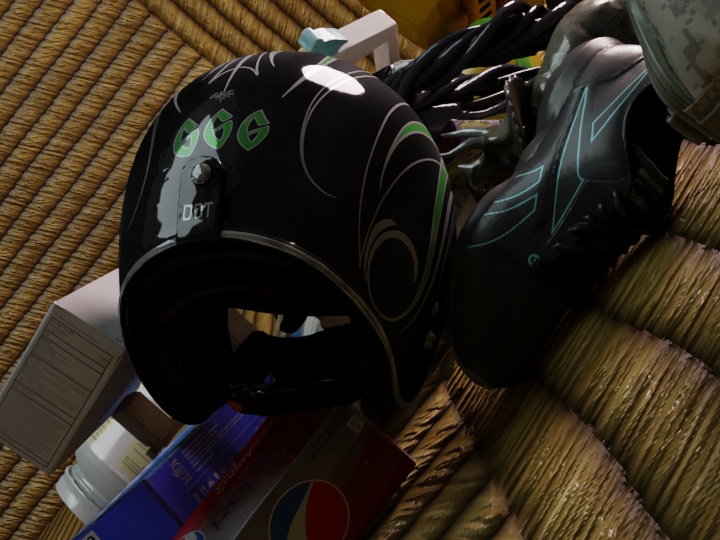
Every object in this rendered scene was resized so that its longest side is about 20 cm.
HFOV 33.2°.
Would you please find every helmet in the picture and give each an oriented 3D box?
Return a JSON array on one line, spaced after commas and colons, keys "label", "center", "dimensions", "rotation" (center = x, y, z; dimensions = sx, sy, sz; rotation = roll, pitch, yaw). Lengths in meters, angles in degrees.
[{"label": "helmet", "center": [-0.036, -0.021, 0.663], "dimensions": [0.200, 0.199, 0.192], "rotation": [-44, 21, 39]}]

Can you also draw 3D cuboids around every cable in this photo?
[{"label": "cable", "center": [0.104, -0.141, 0.814], "dimensions": [0.197, 0.052, 0.163], "rotation": [-9, -13, -22]}]

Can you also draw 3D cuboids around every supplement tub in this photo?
[{"label": "supplement tub", "center": [-0.174, 0.157, 1.126], "dimensions": [0.201, 0.145, 0.145], "rotation": [-51, 8, -5]}]

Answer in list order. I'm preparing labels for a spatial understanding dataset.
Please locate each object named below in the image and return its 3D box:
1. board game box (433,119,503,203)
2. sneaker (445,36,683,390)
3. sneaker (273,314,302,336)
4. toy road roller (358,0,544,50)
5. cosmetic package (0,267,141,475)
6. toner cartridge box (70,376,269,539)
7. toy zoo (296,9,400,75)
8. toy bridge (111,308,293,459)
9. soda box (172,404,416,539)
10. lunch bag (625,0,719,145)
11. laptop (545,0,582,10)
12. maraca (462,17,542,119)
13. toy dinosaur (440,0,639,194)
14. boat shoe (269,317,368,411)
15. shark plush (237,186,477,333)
[{"label": "board game box", "center": [0.062, -0.050, 0.918], "dimensions": [0.119, 0.033, 0.200], "rotation": [-11, -21, -38]}, {"label": "sneaker", "center": [0.109, -0.030, 0.624], "dimensions": [0.079, 0.075, 0.202], "rotation": [18, 82, 52]}, {"label": "sneaker", "center": [-0.050, 0.070, 1.016], "dimensions": [0.201, 0.090, 0.078], "rotation": [-55, 9, -25]}, {"label": "toy road roller", "center": [0.072, -0.249, 1.039], "dimensions": [0.146, 0.123, 0.200], "rotation": [-48, -19, -8]}, {"label": "cosmetic package", "center": [-0.156, 0.047, 0.723], "dimensions": [0.083, 0.050, 0.200], "rotation": [-56, 2, 7]}, {"label": "toner cartridge box", "center": [-0.115, 0.134, 0.809], "dimensions": [0.095, 0.043, 0.200], "rotation": [-39, 2, 25]}, {"label": "toy zoo", "center": [-0.024, -0.097, 0.852], "dimensions": [0.131, 0.020, 0.201], "rotation": [-37, -30, -15]}, {"label": "toy bridge", "center": [-0.082, 0.041, 0.786], "dimensions": [0.027, 0.067, 0.201], "rotation": [-23, 30, 54]}, {"label": "soda box", "center": [-0.061, 0.162, 0.687], "dimensions": [0.201, 0.070, 0.063], "rotation": [-51, 25, -8]}, {"label": "lunch bag", "center": [0.204, -0.161, 0.498], "dimensions": [0.200, 0.138, 0.170], "rotation": [-43, 27, 47]}, {"label": "laptop", "center": [0.164, -0.229, 1.072], "dimensions": [0.200, 0.116, 0.188], "rotation": [-42, 11, 49]}, {"label": "maraca", "center": [0.091, -0.118, 0.997], "dimensions": [0.201, 0.105, 0.139], "rotation": [122, 138, -53]}, {"label": "toy dinosaur", "center": [0.145, -0.117, 0.715], "dimensions": [0.201, 0.102, 0.077], "rotation": [-52, 8, -3]}, {"label": "boat shoe", "center": [-0.012, 0.070, 0.869], "dimensions": [0.064, 0.076, 0.202], "rotation": [-6, 8, 13]}, {"label": "shark plush", "center": [0.000, 0.000, 0.818], "dimensions": [0.197, 0.085, 0.091], "rotation": [-15, -10, -15]}]
